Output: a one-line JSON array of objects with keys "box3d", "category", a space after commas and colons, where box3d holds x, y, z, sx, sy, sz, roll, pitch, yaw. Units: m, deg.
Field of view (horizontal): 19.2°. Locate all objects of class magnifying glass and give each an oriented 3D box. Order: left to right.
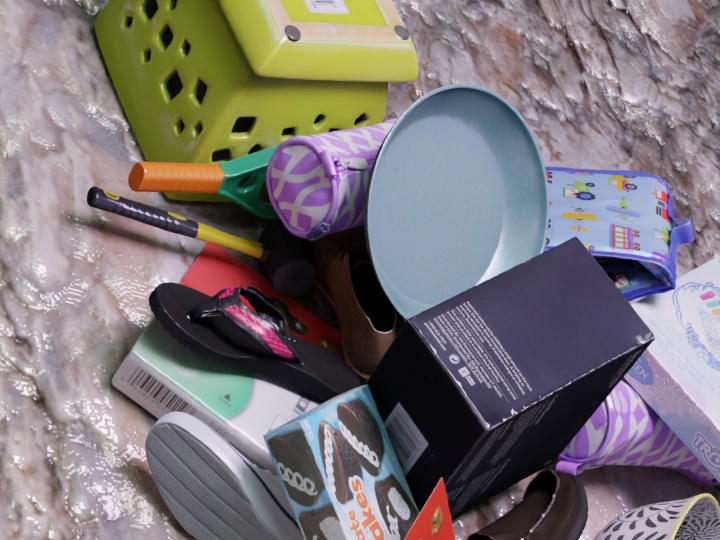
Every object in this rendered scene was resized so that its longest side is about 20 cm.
[{"box3d": [-0.101, -0.075, 1.730, 0.199, 0.080, 0.022, -3, 48, -42], "category": "magnifying glass"}]

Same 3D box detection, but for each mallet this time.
[{"box3d": [-0.123, -0.025, 1.693, 0.199, 0.041, 0.066, 14, 27, -33], "category": "mallet"}]

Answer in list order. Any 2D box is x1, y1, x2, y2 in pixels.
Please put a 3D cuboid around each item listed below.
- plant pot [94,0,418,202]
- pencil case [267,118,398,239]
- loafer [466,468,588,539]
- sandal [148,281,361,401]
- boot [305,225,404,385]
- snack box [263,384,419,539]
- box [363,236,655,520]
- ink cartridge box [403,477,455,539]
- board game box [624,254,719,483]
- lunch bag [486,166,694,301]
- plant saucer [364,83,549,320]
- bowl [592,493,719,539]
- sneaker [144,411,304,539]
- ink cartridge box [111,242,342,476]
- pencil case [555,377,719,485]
[{"box3d": [-0.079, -0.188, 1.787, 0.198, 0.182, 0.201, -2, 56, -39], "category": "plant pot"}, {"box3d": [0.014, -0.083, 1.723, 0.199, 0.085, 0.084, -17, 69, -47], "category": "pencil case"}, {"box3d": [0.119, 0.217, 1.650, 0.071, 0.073, 0.200, 37, 40, -6], "category": "loafer"}, {"box3d": [-0.073, 0.046, 1.615, 0.199, 0.045, 0.075, 24, 28, -30], "category": "sandal"}, {"box3d": [0.000, 0.000, 1.727, 0.073, 0.076, 0.201, -9, 45, -11], "category": "boot"}, {"box3d": [0.006, 0.192, 1.530, 0.116, 0.037, 0.202, -23, 91, -63], "category": "snack box"}, {"box3d": [0.094, 0.096, 1.622, 0.181, 0.200, 0.104, -24, 68, -35], "category": "box"}, {"box3d": [0.063, 0.274, 1.481, 0.057, 0.202, 0.163, 7, 34, 22], "category": "ink cartridge box"}, {"box3d": [0.322, 0.090, 1.789, 0.198, 0.043, 0.200, -23, 66, -47], "category": "board game box"}, {"box3d": [0.183, -0.030, 1.811, 0.198, 0.095, 0.151, -6, 29, 10], "category": "lunch bag"}, {"box3d": [0.069, -0.047, 1.680, 0.199, 0.036, 0.202, -5, 97, -41], "category": "plant saucer"}, {"box3d": [0.204, 0.262, 1.630, 0.093, 0.202, 0.201, 10, 32, 26], "category": "bowl"}, {"box3d": [-0.075, 0.175, 1.553, 0.200, 0.073, 0.071, 47, 30, -6], "category": "sneaker"}, {"box3d": [-0.084, 0.064, 1.656, 0.160, 0.050, 0.200, 36, 42, -5], "category": "ink cartridge box"}, {"box3d": [0.241, 0.135, 1.800, 0.199, 0.084, 0.086, 8, 83, -40], "category": "pencil case"}]
